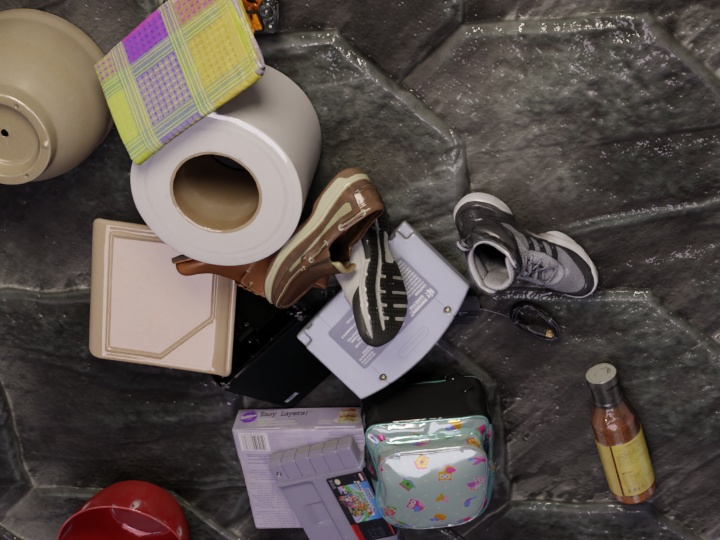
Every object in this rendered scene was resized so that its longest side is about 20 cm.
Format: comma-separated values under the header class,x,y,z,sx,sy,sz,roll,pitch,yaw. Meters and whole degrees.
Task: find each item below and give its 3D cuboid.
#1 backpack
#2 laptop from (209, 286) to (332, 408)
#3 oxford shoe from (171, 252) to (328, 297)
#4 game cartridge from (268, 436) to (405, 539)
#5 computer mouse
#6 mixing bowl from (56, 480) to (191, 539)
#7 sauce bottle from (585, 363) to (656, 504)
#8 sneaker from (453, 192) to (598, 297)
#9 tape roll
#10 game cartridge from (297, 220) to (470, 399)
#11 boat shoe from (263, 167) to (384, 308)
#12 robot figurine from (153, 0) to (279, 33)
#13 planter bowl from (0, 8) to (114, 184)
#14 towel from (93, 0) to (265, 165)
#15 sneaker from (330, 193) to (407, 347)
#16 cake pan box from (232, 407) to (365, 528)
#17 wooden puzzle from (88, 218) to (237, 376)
class,x,y,z,sx,sy,sz,roll,pitch,yaw
backpack,0.093,0.250,1.869,0.174,0.154,0.201,-8,134,0
laptop,-0.122,0.071,1.872,0.177,0.103,0.201,-42,83,30
oxford shoe,-0.130,0.000,1.743,0.198,0.071,0.072,-1,91,-13
game cartridge,-0.029,0.318,1.951,0.129,0.039,0.201,-13,121,23
computer mouse,0.155,0.057,1.797,0.198,0.034,0.059,12,125,1
mixing bowl,-0.323,0.375,2.056,0.198,0.109,0.202,5,126,7
sauce bottle,0.334,0.210,1.850,0.065,0.066,0.201,-9,123,16
sneaker,0.193,-0.005,1.698,0.199,0.114,0.076,30,125,-11
tape roll,-0.153,-0.126,1.663,0.200,0.140,0.204,5,126,7
game cartridge,0.034,0.055,1.767,0.133,0.042,0.200,42,101,-8
boat shoe,-0.042,-0.021,1.659,0.075,0.074,0.203,48,123,23
robot figurine,-0.166,-0.334,1.572,0.144,0.058,0.201,-12,120,18
planter bowl,-0.396,-0.183,1.671,0.198,0.135,0.202,5,126,7
towel,-0.195,-0.220,1.551,0.199,0.023,0.145,-33,69,24
sneaker,0.000,0.000,1.712,0.080,0.202,0.073,-27,151,36
cake pan box,-0.071,0.274,1.977,0.198,0.052,0.186,-4,121,12
wooden puzzle,-0.251,0.033,1.831,0.198,0.037,0.187,9,108,10
